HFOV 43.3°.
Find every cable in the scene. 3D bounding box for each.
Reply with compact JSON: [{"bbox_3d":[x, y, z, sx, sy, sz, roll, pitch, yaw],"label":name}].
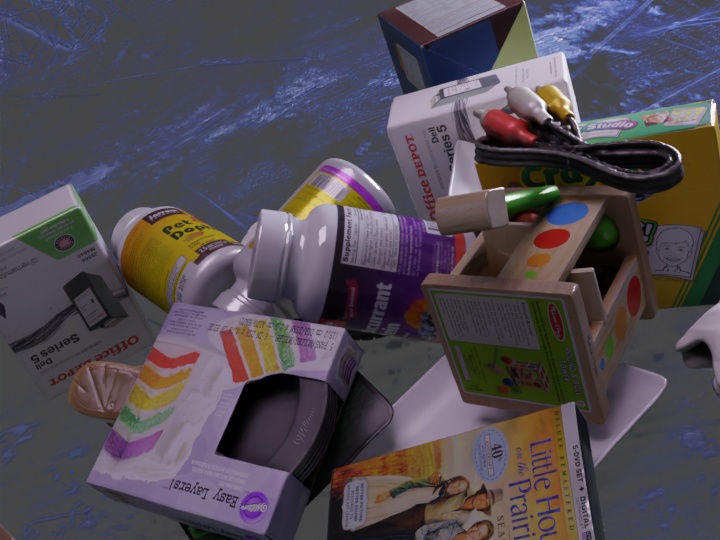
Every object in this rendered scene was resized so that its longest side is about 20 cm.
[{"bbox_3d":[0.157,-0.103,0.711,0.097,0.050,0.200,-25,29,-14],"label":"cable"}]

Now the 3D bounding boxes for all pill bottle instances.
[{"bbox_3d":[0.000,0.000,0.835,0.199,0.112,0.112,9,29,-9],"label":"pill bottle"},{"bbox_3d":[-0.200,-0.005,1.027,0.109,0.110,0.200,-38,43,-26],"label":"pill bottle"},{"bbox_3d":[-0.060,-0.014,0.935,0.200,0.104,0.104,-49,36,-16],"label":"pill bottle"}]

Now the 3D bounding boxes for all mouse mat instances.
[{"bbox_3d":[-0.084,0.146,0.784,0.200,0.008,0.161,-44,49,-7],"label":"mouse mat"}]

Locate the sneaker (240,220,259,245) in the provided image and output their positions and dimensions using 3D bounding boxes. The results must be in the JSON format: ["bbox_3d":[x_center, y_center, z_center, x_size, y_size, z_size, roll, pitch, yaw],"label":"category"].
[{"bbox_3d":[-0.070,-0.034,1.082,0.199,0.074,0.116,-8,36,26],"label":"sneaker"}]

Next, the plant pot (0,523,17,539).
[{"bbox_3d":[-0.376,0.279,0.699,0.200,0.187,0.187,-47,35,-13],"label":"plant pot"}]

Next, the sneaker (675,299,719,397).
[{"bbox_3d":[0.313,0.080,0.659,0.087,0.075,0.200,-37,24,-2],"label":"sneaker"}]

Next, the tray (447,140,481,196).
[{"bbox_3d":[0.187,-0.072,0.933,0.199,0.022,0.108,15,41,-1],"label":"tray"}]

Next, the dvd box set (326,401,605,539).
[{"bbox_3d":[0.067,0.181,0.625,0.199,0.029,0.147,-20,41,23],"label":"dvd box set"}]

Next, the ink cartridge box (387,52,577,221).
[{"bbox_3d":[0.147,-0.140,1.020,0.199,0.146,0.084,-12,32,18],"label":"ink cartridge box"}]

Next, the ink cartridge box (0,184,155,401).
[{"bbox_3d":[-0.347,0.027,1.043,0.145,0.201,0.084,-29,33,-11],"label":"ink cartridge box"}]

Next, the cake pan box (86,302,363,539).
[{"bbox_3d":[-0.111,0.126,0.774,0.199,0.052,0.185,8,63,29],"label":"cake pan box"}]

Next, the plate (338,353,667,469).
[{"bbox_3d":[0.113,0.131,0.731,0.199,0.032,0.200,-39,33,-28],"label":"plate"}]

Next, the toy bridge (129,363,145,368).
[{"bbox_3d":[-0.174,0.105,0.972,0.199,0.027,0.067,-8,30,25],"label":"toy bridge"}]

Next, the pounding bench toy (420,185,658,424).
[{"bbox_3d":[0.141,-0.013,0.713,0.124,0.201,0.156,3,39,37],"label":"pounding bench toy"}]

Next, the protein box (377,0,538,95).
[{"bbox_3d":[0.135,-0.243,1.156,0.134,0.199,0.200,-23,29,-3],"label":"protein box"}]

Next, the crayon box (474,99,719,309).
[{"bbox_3d":[0.221,-0.047,0.805,0.199,0.173,0.058,-7,33,26],"label":"crayon box"}]

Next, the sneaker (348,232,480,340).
[{"bbox_3d":[0.046,0.000,0.932,0.199,0.091,0.076,-27,30,-4],"label":"sneaker"}]

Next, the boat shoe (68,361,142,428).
[{"bbox_3d":[-0.180,0.136,0.875,0.199,0.069,0.074,15,71,17],"label":"boat shoe"}]
